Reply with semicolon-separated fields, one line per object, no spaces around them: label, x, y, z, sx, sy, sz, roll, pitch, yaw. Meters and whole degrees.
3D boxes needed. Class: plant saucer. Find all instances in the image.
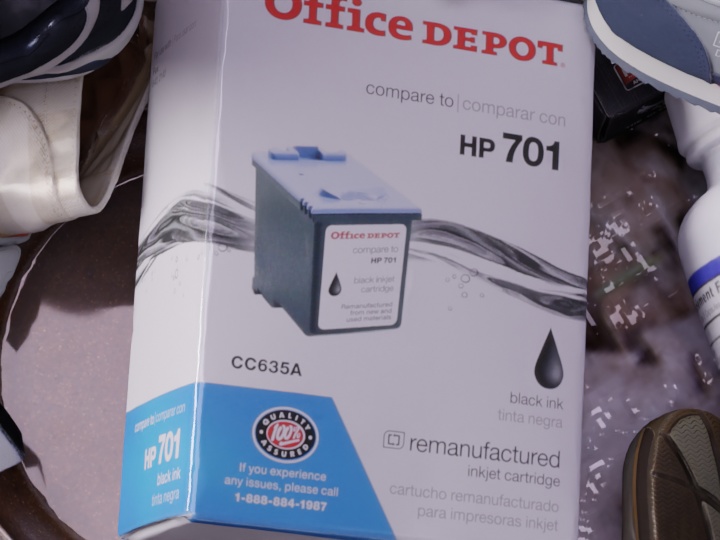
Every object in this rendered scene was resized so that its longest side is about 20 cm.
plant saucer;-0.057;0.036;1.094;0.199;0.034;0.201;0;78;0

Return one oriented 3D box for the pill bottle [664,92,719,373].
pill bottle;0.181;0.014;1.057;0.111;0.112;0.201;-17;78;-3

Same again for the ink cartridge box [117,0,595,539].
ink cartridge box;0.000;0.000;1.025;0.146;0.086;0.201;7;78;-19

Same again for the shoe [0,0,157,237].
shoe;-0.088;-0.095;1.077;0.053;0.070;0.201;-5;51;38

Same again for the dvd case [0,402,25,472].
dvd case;-0.241;0.057;1.028;0.199;0.151;0.025;-27;37;6

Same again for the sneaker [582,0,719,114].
sneaker;0.174;-0.081;0.987;0.199;0.082;0.070;17;60;5

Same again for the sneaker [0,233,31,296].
sneaker;-0.176;-0.064;1.094;0.077;0.082;0.201;14;60;-42

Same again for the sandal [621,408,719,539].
sandal;0.106;0.151;1.056;0.080;0.054;0.201;10;78;-43

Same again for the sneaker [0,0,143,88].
sneaker;-0.165;-0.088;0.946;0.198;0.130;0.080;-4;83;-11

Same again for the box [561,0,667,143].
box;0.142;-0.165;1.123;0.199;0.048;0.159;-27;81;-5
